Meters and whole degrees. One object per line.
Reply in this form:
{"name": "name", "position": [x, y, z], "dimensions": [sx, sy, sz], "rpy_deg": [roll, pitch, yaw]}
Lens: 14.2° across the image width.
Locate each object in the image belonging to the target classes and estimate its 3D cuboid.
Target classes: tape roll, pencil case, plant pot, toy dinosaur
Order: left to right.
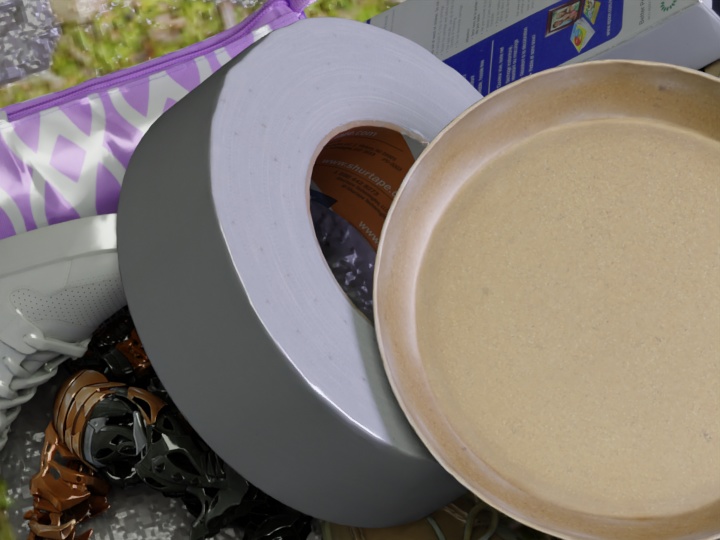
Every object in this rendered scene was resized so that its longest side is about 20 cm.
{"name": "pencil case", "position": [-0.104, -0.058, 1.272], "dimensions": [0.199, 0.084, 0.086], "rpy_deg": [-21, 116, -13]}
{"name": "toy dinosaur", "position": [-0.083, 0.069, 1.236], "dimensions": [0.135, 0.102, 0.201], "rpy_deg": [27, 105, 23]}
{"name": "tape roll", "position": [0.000, 0.000, 1.179], "dimensions": [0.200, 0.066, 0.201], "rpy_deg": [23, 51, -33]}
{"name": "plant pot", "position": [0.104, 0.015, 1.127], "dimensions": [0.199, 0.028, 0.201], "rpy_deg": [1, 69, -1]}

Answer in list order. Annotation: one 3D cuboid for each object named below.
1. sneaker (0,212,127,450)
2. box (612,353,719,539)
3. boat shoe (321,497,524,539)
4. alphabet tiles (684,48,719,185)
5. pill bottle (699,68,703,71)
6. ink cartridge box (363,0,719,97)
{"name": "sneaker", "position": [-0.151, 0.056, 1.204], "dimensions": [0.200, 0.074, 0.116], "rpy_deg": [-24, 71, 28]}
{"name": "box", "position": [0.201, 0.134, 1.180], "dimensions": [0.200, 0.149, 0.107], "rpy_deg": [37, 71, 11]}
{"name": "boat shoe", "position": [0.067, 0.152, 1.210], "dimensions": [0.200, 0.063, 0.073], "rpy_deg": [41, 74, 9]}
{"name": "alphabet tiles", "position": [0.120, -0.106, 1.265], "dimensions": [0.008, 0.200, 0.168], "rpy_deg": [36, 68, -33]}
{"name": "pill bottle", "position": [0.231, -0.037, 1.268], "dimensions": [0.200, 0.112, 0.112], "rpy_deg": [32, 71, 9]}
{"name": "ink cartridge box", "position": [0.081, -0.104, 1.270], "dimensions": [0.039, 0.200, 0.100], "rpy_deg": [37, 44, -35]}
